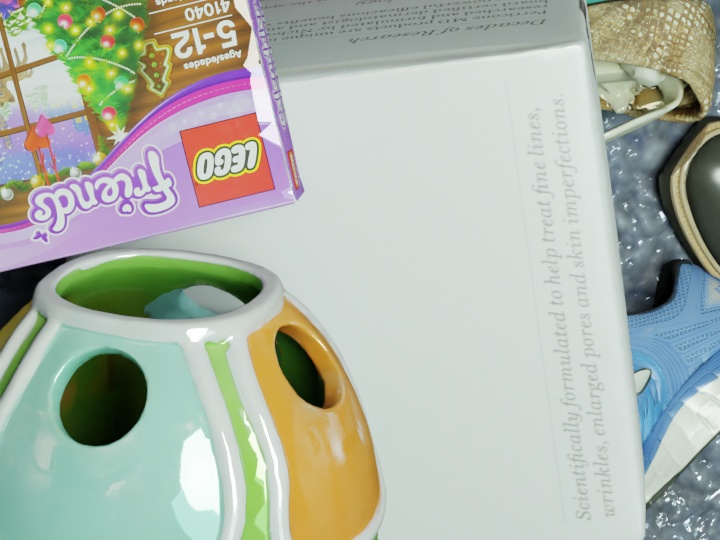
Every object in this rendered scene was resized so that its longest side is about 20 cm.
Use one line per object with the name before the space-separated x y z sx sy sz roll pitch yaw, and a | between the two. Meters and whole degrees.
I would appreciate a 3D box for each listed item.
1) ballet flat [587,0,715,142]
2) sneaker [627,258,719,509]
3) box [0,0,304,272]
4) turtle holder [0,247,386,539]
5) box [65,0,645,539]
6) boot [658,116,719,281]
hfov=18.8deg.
ballet flat | 0.069 -0.080 0.914 0.200 0.071 0.065 -8 77 -22
sneaker | 0.103 0.069 0.977 0.089 0.079 0.200 45 63 8
box | -0.130 -0.068 0.726 0.200 0.039 0.137 -13 97 5
turtle holder | -0.079 0.060 0.730 0.141 0.185 0.132 -20 119 -41
box | 0.000 0.000 0.832 0.200 0.131 0.199 -6 111 8
boot | 0.239 0.009 0.989 0.200 0.138 0.078 36 88 -29
